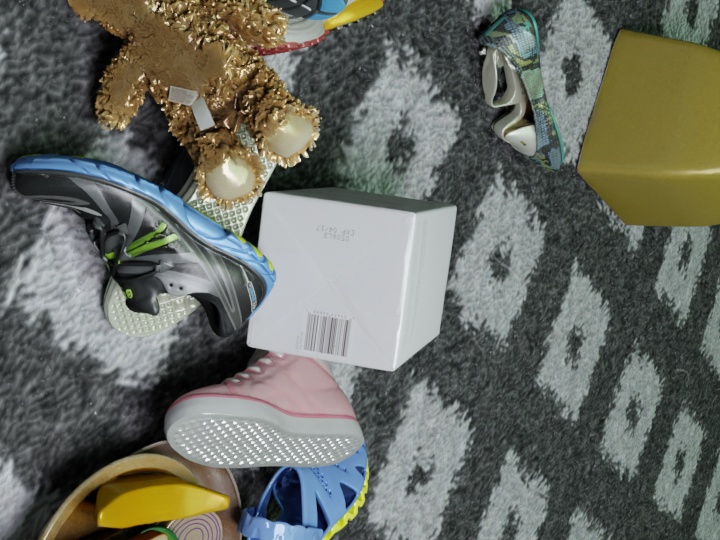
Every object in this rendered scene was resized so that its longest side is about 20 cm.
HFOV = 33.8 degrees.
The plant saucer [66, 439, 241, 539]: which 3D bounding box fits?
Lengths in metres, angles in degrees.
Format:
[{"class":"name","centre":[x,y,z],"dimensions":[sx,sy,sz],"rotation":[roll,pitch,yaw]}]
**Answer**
[{"class":"plant saucer","centre":[-0.170,0.227,0.925],"dimensions":[0.199,0.032,0.202],"rotation":[-21,116,-49]}]

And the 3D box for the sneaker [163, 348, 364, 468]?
[{"class":"sneaker","centre":[-0.086,0.099,0.959],"dimensions":[0.199,0.075,0.105],"rotation":[14,46,-47]}]

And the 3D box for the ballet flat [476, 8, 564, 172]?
[{"class":"ballet flat","centre":[0.163,-0.178,1.252],"dimensions":[0.074,0.074,0.201],"rotation":[-49,133,-34]}]

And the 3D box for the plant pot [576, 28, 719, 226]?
[{"class":"plant pot","centre":[0.416,-0.164,1.474],"dimensions":[0.194,0.199,0.197],"rotation":[32,75,-52]}]

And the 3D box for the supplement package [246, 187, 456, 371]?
[{"class":"supplement package","centre":[0.000,0.000,0.963],"dimensions":[0.200,0.120,0.121],"rotation":[-20,117,-75]}]

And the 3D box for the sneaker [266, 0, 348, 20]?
[{"class":"sneaker","centre":[-0.076,-0.265,0.837],"dimensions":[0.200,0.073,0.082],"rotation":[43,51,-20]}]

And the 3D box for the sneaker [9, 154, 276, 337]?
[{"class":"sneaker","centre":[-0.149,-0.016,0.807],"dimensions":[0.199,0.071,0.083],"rotation":[32,84,-26]}]

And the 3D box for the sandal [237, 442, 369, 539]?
[{"class":"sandal","centre":[-0.049,0.194,1.016],"dimensions":[0.201,0.079,0.088],"rotation":[-63,152,-45]}]

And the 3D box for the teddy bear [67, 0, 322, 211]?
[{"class":"teddy bear","centre":[-0.114,-0.141,0.821],"dimensions":[0.145,0.199,0.067],"rotation":[-53,-179,17]}]

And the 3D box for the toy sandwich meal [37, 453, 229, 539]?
[{"class":"toy sandwich meal","centre":[-0.163,0.228,0.849],"dimensions":[0.204,0.070,0.207],"rotation":[-19,114,-50]}]

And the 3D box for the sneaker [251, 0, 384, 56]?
[{"class":"sneaker","centre":[-0.058,-0.220,0.931],"dimensions":[0.200,0.077,0.083],"rotation":[-41,122,-49]}]

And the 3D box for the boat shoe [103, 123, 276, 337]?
[{"class":"boat shoe","centre":[-0.125,-0.040,0.883],"dimensions":[0.074,0.062,0.201],"rotation":[32,88,-27]}]
